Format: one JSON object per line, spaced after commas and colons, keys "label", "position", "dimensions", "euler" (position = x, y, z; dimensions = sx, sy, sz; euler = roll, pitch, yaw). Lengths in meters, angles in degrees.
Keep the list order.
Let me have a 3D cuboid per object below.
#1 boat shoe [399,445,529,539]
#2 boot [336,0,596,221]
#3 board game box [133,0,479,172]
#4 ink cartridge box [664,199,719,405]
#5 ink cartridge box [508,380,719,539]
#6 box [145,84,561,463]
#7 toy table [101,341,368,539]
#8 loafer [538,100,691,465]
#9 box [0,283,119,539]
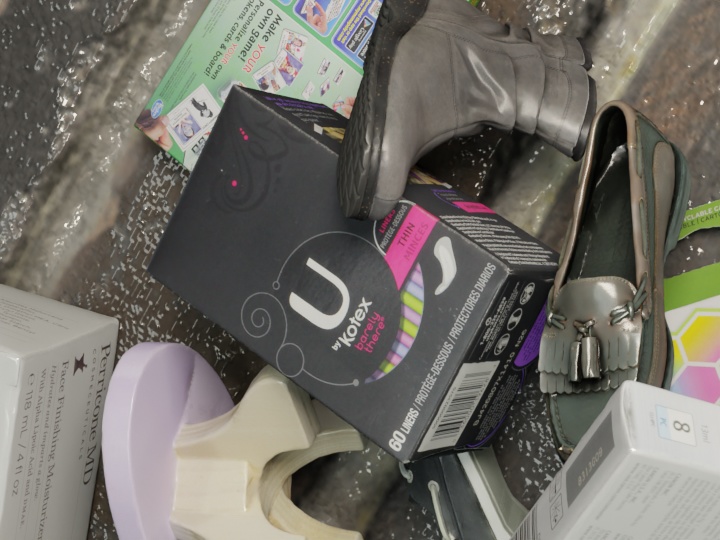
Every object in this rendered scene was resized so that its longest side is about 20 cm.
{"label": "boat shoe", "position": [0.055, 0.128, 1.056], "dimensions": [0.060, 0.076, 0.202], "euler": [-24, 90, 17]}
{"label": "boot", "position": [0.063, -0.086, 0.934], "dimensions": [0.130, 0.201, 0.070], "euler": [19, 133, -4]}
{"label": "board game box", "position": [-0.034, -0.127, 1.066], "dimensions": [0.134, 0.029, 0.201], "euler": [39, 111, 9]}
{"label": "ink cartridge box", "position": [0.178, 0.036, 0.935], "dimensions": [0.147, 0.076, 0.202], "euler": [-19, 55, 24]}
{"label": "ink cartridge box", "position": [0.182, 0.140, 0.861], "dimensions": [0.198, 0.048, 0.161], "euler": [15, 133, -14]}
{"label": "box", "position": [0.000, 0.000, 0.980], "dimensions": [0.199, 0.106, 0.123], "euler": [34, 105, 26]}
{"label": "toy table", "position": [-0.064, 0.130, 1.057], "dimensions": [0.116, 0.185, 0.201], "euler": [1, 141, 25]}
{"label": "loafer", "position": [0.122, 0.005, 0.902], "dimensions": [0.071, 0.063, 0.202], "euler": [-7, 54, 32]}
{"label": "box", "position": [-0.283, 0.110, 1.150], "dimensions": [0.198, 0.131, 0.201], "euler": [15, 105, 17]}
